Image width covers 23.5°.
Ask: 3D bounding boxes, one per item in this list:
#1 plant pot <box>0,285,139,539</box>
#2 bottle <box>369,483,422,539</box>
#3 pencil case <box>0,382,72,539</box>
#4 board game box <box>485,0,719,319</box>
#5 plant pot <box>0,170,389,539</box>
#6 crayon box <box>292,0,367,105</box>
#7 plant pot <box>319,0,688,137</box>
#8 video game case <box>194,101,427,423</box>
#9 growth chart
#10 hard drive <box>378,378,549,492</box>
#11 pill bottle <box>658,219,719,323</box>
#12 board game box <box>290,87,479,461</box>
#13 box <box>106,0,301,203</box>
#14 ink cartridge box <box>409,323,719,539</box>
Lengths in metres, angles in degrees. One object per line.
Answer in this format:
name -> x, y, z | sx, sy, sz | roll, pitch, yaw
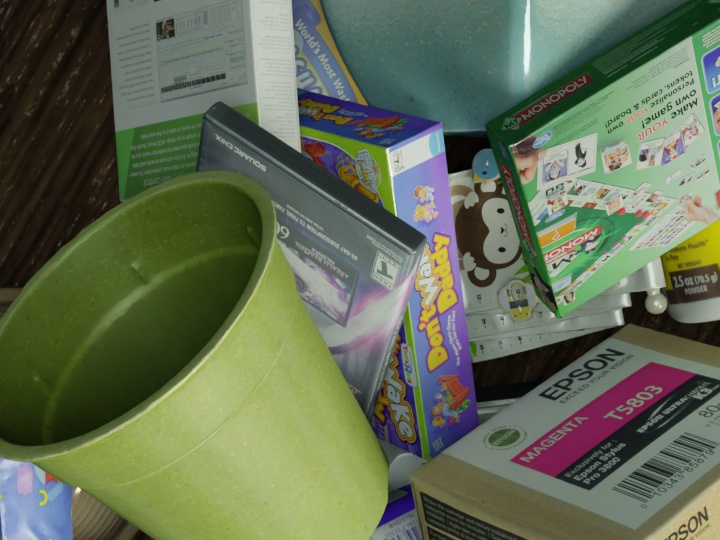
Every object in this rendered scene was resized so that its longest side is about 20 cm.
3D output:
plant pot -> -0.225, 0.112, 1.098 | 0.199, 0.093, 0.203 | 0, 92, 1
bottle -> -0.022, 0.200, 1.036 | 0.199, 0.065, 0.084 | -25, 100, -23
pencil case -> -0.206, 0.154, 1.009 | 0.077, 0.087, 0.202 | -2, 92, 11
board game box -> 0.173, -0.075, 0.970 | 0.199, 0.029, 0.135 | -31, 133, -10
plant pot -> -0.081, 0.083, 0.963 | 0.200, 0.200, 0.190 | -37, 122, 1
crayon box -> -0.011, -0.129, 1.113 | 0.199, 0.052, 0.126 | -28, 92, 0
plant pot -> 0.092, -0.176, 1.009 | 0.195, 0.196, 0.202 | -3, 95, -41
video game case -> -0.041, 0.010, 1.004 | 0.142, 0.201, 0.019 | 34, 52, 15
growth chart -> 0.098, -0.011, 1.101 | 0.199, 0.018, 0.146 | -21, 89, 25
hard drive -> 0.077, 0.147, 1.116 | 0.198, 0.038, 0.141 | -6, 102, 0
pill bottle -> 0.221, -0.075, 1.087 | 0.108, 0.109, 0.201 | -15, 91, 0
board game box -> 0.000, 0.000, 1.043 | 0.045, 0.134, 0.201 | -27, 120, -34
box -> -0.098, -0.146, 1.035 | 0.036, 0.144, 0.202 | -1, 88, -43
ink cartridge box -> 0.154, 0.118, 0.974 | 0.199, 0.164, 0.076 | -31, 120, -32
